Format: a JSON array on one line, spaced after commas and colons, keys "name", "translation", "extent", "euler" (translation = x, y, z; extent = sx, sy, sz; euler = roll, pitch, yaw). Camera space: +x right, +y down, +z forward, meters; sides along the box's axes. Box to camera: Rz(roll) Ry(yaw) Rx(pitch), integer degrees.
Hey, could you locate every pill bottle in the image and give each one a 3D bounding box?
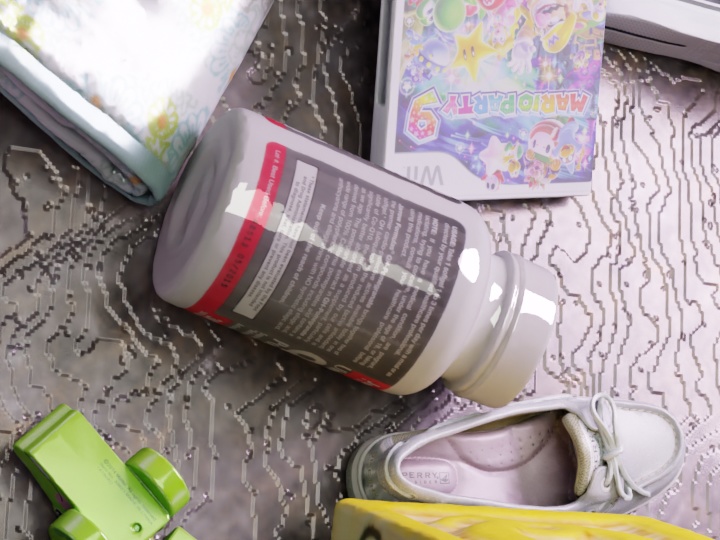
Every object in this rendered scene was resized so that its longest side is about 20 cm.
[{"name": "pill bottle", "translation": [0.000, 0.000, 1.519], "extent": [0.200, 0.111, 0.111], "euler": [23, 70, -17]}]

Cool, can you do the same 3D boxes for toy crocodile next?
[{"name": "toy crocodile", "translation": [-0.101, 0.153, 1.474], "extent": [0.200, 0.062, 0.068], "euler": [45, 65, -3]}]

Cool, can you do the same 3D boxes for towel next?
[{"name": "towel", "translation": [-0.136, -0.158, 1.502], "extent": [0.200, 0.048, 0.171], "euler": [43, 65, -32]}]

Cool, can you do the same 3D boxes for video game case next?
[{"name": "video game case", "translation": [0.075, -0.139, 1.583], "extent": [0.143, 0.018, 0.200], "euler": [-3, 103, -32]}]

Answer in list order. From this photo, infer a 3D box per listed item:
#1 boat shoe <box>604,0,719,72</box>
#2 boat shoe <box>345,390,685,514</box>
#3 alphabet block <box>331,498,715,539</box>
[{"name": "boat shoe", "translation": [0.220, -0.155, 1.671], "extent": [0.200, 0.072, 0.071], "euler": [14, 77, -18]}, {"name": "boat shoe", "translation": [0.094, 0.105, 1.560], "extent": [0.202, 0.065, 0.075], "euler": [-2, 79, -23]}, {"name": "alphabet block", "translation": [0.095, 0.230, 1.438], "extent": [0.196, 0.195, 0.200], "euler": [6, 93, -24]}]
